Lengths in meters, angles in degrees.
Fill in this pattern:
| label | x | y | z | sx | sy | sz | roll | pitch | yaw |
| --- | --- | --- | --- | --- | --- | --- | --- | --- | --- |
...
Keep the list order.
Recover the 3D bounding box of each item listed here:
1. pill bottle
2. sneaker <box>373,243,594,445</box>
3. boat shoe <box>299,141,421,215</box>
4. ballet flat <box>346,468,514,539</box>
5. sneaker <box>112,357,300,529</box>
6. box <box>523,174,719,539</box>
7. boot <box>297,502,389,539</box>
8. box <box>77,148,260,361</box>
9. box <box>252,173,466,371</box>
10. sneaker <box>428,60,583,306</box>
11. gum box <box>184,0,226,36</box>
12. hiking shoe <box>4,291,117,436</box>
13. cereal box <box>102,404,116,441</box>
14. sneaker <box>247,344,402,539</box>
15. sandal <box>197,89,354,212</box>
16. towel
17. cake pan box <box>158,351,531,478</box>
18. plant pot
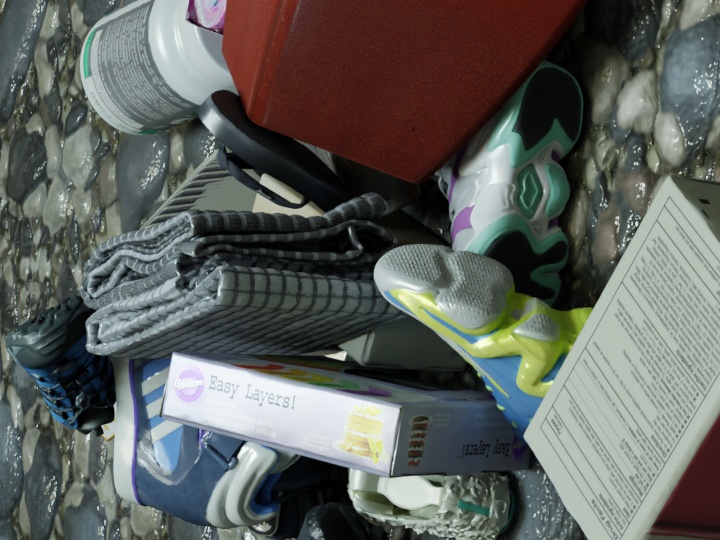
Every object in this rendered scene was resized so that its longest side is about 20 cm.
| label | x | y | z | sx | sy | sz | roll | pitch | yaw |
| --- | --- | --- | --- | --- | --- | --- | --- | --- | --- |
| pill bottle | -0.146 | -0.185 | 1.897 | 0.199 | 0.112 | 0.114 | -14 | 73 | 57 |
| sneaker | 0.092 | 0.060 | 1.448 | 0.199 | 0.076 | 0.106 | 23 | 124 | 20 |
| boat shoe | 0.003 | -0.098 | 1.673 | 0.200 | 0.071 | 0.076 | 42 | 150 | 58 |
| ballet flat | 0.032 | 0.150 | 1.603 | 0.199 | 0.071 | 0.073 | 2 | 87 | 59 |
| sneaker | -0.104 | 0.091 | 1.661 | 0.145 | 0.081 | 0.202 | 9 | 103 | 20 |
| box | 0.202 | 0.065 | 1.303 | 0.201 | 0.108 | 0.128 | -64 | 38 | 29 |
| boot | -0.045 | 0.232 | 1.669 | 0.200 | 0.076 | 0.169 | 43 | 129 | 34 |
| box | -0.155 | -0.007 | 1.814 | 0.082 | 0.068 | 0.200 | -37 | 11 | 50 |
| box | 0.000 | 0.000 | 1.653 | 0.200 | 0.094 | 0.078 | 35 | 115 | 53 |
| sneaker | 0.082 | -0.044 | 1.555 | 0.140 | 0.077 | 0.202 | 8 | 82 | 60 |
| gum box | -0.037 | -0.195 | 1.724 | 0.200 | 0.113 | 0.067 | 29 | 109 | 56 |
| hiking shoe | -0.207 | 0.071 | 1.659 | 0.087 | 0.074 | 0.200 | 59 | 176 | 6 |
| cereal box | -0.130 | 0.050 | 1.818 | 0.040 | 0.144 | 0.200 | 48 | 138 | -2 |
| sneaker | -0.032 | 0.127 | 1.705 | 0.201 | 0.076 | 0.148 | -11 | 84 | 48 |
| sandal | -0.058 | -0.067 | 1.546 | 0.043 | 0.200 | 0.076 | -44 | 65 | 6 |
| towel | -0.082 | 0.005 | 1.542 | 0.200 | 0.164 | 0.086 | -23 | 68 | 56 |
| cake pan box | -0.003 | 0.095 | 1.503 | 0.183 | 0.199 | 0.053 | 14 | 94 | 32 |
| plant pot | 0.010 | -0.178 | 1.515 | 0.177 | 0.199 | 0.200 | -64 | 22 | 20 |
